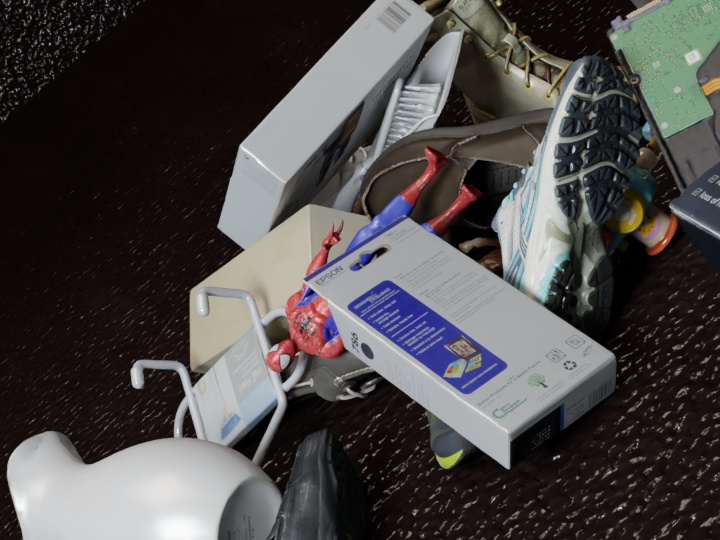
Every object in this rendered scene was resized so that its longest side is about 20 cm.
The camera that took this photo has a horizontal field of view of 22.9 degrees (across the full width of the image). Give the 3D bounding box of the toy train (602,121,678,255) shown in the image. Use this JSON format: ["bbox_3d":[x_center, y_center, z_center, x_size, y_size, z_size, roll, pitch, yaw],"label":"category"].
[{"bbox_3d":[0.219,-0.072,1.287,0.200,0.056,0.150,-55,-2,-13],"label":"toy train"}]

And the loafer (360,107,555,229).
[{"bbox_3d":[0.076,-0.067,1.329,0.199,0.073,0.071,-18,30,36],"label":"loafer"}]

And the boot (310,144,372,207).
[{"bbox_3d":[-0.011,-0.093,1.644,0.073,0.096,0.200,-10,35,52],"label":"boot"}]

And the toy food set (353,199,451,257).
[{"bbox_3d":[0.041,-0.044,1.491,0.198,0.049,0.200,-54,15,-16],"label":"toy food set"}]

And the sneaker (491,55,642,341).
[{"bbox_3d":[0.126,-0.048,1.201,0.086,0.077,0.201,18,100,51],"label":"sneaker"}]

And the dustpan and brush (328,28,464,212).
[{"bbox_3d":[0.020,-0.096,1.462,0.140,0.057,0.201,-74,4,-53],"label":"dustpan and brush"}]

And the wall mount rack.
[{"bbox_3d":[-0.112,0.118,1.371,0.200,0.074,0.174,-45,53,41],"label":"wall mount rack"}]

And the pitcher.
[{"bbox_3d":[-0.151,0.202,1.253,0.199,0.172,0.121,0,7,35],"label":"pitcher"}]

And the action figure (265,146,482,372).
[{"bbox_3d":[0.000,0.000,1.293,0.200,0.065,0.052,-48,-15,12],"label":"action figure"}]

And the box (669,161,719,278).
[{"bbox_3d":[0.306,-0.033,0.947,0.196,0.124,0.200,-41,20,-1],"label":"box"}]

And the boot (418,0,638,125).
[{"bbox_3d":[0.135,-0.178,1.489,0.072,0.155,0.200,-49,23,-27],"label":"boot"}]

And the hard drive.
[{"bbox_3d":[0.258,-0.116,1.177,0.139,0.038,0.201,-28,55,12],"label":"hard drive"}]

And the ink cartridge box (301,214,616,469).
[{"bbox_3d":[0.062,0.042,1.161,0.099,0.039,0.200,-32,49,-26],"label":"ink cartridge box"}]

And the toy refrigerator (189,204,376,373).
[{"bbox_3d":[-0.063,0.022,1.451,0.200,0.070,0.076,-34,52,50],"label":"toy refrigerator"}]

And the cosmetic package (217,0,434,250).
[{"bbox_3d":[-0.030,-0.119,1.449,0.200,0.052,0.151,-49,-4,-24],"label":"cosmetic package"}]

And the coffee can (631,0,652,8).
[{"bbox_3d":[0.317,-0.293,1.433,0.200,0.147,0.147,-13,33,49],"label":"coffee can"}]

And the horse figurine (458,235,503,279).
[{"bbox_3d":[0.138,-0.053,1.379,0.132,0.050,0.200,-32,19,35],"label":"horse figurine"}]

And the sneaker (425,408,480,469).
[{"bbox_3d":[0.059,0.065,1.220,0.074,0.081,0.200,-35,21,10],"label":"sneaker"}]

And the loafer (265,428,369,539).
[{"bbox_3d":[-0.035,0.175,1.167,0.070,0.068,0.201,-24,27,13],"label":"loafer"}]

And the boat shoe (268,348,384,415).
[{"bbox_3d":[-0.028,0.085,1.381,0.067,0.057,0.200,-3,-4,-41],"label":"boat shoe"}]
